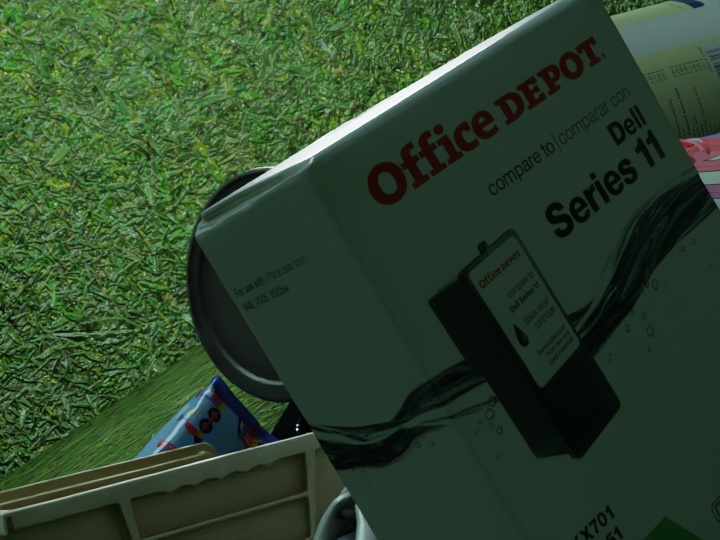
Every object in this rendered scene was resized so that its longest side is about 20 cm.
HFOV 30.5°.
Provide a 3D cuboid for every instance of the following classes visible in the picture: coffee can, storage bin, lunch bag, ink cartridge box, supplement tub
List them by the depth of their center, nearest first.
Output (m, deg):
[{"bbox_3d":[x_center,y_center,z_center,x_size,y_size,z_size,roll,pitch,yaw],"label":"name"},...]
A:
[{"bbox_3d":[0.060,0.028,0.443,0.146,0.201,0.083,-36,7,-34],"label":"ink cartridge box"},{"bbox_3d":[-0.097,0.139,0.638,0.197,0.095,0.199,-11,-5,-33],"label":"storage bin"},{"bbox_3d":[0.134,-0.071,0.774,0.198,0.146,0.145,-16,1,-15],"label":"supplement tub"},{"bbox_3d":[-0.141,0.174,0.849,0.151,0.094,0.200,-50,9,-35],"label":"lunch bag"},{"bbox_3d":[0.000,0.000,0.903,0.146,0.148,0.199,-29,-11,34],"label":"coffee can"}]

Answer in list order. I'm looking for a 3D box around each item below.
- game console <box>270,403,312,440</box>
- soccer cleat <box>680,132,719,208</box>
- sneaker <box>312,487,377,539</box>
[{"bbox_3d":[-0.010,0.127,0.971,0.174,0.118,0.200,-2,6,-1],"label":"game console"},{"bbox_3d":[0.123,-0.027,0.613,0.199,0.077,0.067,-34,5,-23],"label":"soccer cleat"},{"bbox_3d":[0.024,0.116,0.556,0.200,0.071,0.073,-36,6,-34],"label":"sneaker"}]
